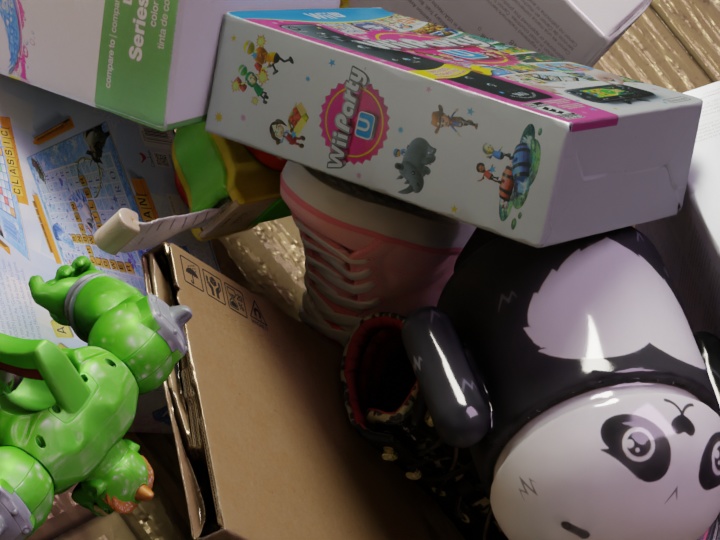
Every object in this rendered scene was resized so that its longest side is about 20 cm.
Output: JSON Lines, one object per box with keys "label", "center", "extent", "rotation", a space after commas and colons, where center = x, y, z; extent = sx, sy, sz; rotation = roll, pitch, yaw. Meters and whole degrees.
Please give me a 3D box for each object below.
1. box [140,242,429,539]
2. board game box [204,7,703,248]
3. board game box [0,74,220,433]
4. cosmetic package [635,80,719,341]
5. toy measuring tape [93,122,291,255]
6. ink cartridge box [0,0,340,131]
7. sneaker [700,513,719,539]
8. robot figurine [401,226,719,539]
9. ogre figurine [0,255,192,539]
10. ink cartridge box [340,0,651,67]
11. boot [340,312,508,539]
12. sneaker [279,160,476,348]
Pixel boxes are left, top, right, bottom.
{"label": "box", "center": [-0.030, 0.091, 1.205], "extent": [0.200, 0.021, 0.164], "rotation": [34, 35, -49]}
{"label": "board game box", "center": [0.046, -0.076, 1.188], "extent": [0.199, 0.065, 0.147], "rotation": [19, 16, 30]}
{"label": "board game box", "center": [-0.165, -0.014, 1.220], "extent": [0.198, 0.041, 0.201], "rotation": [7, 51, -39]}
{"label": "cosmetic package", "center": [0.197, 0.015, 1.282], "extent": [0.051, 0.200, 0.152], "rotation": [-16, 63, -5]}
{"label": "toy measuring tape", "center": [-0.084, -0.053, 1.236], "extent": [0.074, 0.074, 0.200], "rotation": [53, 30, 12]}
{"label": "ink cartridge box", "center": [-0.131, -0.148, 1.255], "extent": [0.199, 0.085, 0.144], "rotation": [20, 23, 29]}
{"label": "sneaker", "center": [0.170, 0.103, 1.382], "extent": [0.074, 0.081, 0.201], "rotation": [6, 52, -36]}
{"label": "robot figurine", "center": [0.108, 0.053, 1.179], "extent": [0.125, 0.149, 0.201], "rotation": [65, 7, -52]}
{"label": "ogre figurine", "center": [-0.151, 0.068, 1.059], "extent": [0.199, 0.119, 0.099], "rotation": [-29, 105, -38]}
{"label": "ink cartridge box", "center": [0.048, -0.132, 1.389], "extent": [0.148, 0.200, 0.086], "rotation": [45, 37, 1]}
{"label": "boot", "center": [0.064, 0.123, 1.244], "extent": [0.153, 0.073, 0.204], "rotation": [35, 27, -39]}
{"label": "sneaker", "center": [0.000, 0.000, 1.281], "extent": [0.075, 0.105, 0.200], "rotation": [37, 9, 23]}
